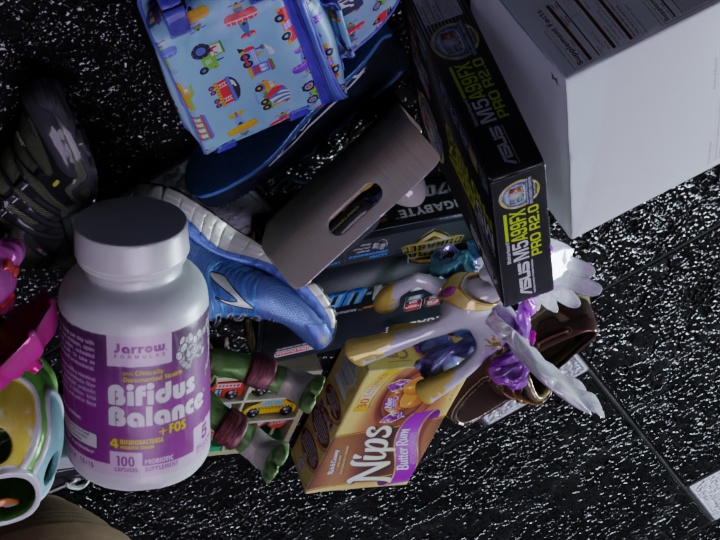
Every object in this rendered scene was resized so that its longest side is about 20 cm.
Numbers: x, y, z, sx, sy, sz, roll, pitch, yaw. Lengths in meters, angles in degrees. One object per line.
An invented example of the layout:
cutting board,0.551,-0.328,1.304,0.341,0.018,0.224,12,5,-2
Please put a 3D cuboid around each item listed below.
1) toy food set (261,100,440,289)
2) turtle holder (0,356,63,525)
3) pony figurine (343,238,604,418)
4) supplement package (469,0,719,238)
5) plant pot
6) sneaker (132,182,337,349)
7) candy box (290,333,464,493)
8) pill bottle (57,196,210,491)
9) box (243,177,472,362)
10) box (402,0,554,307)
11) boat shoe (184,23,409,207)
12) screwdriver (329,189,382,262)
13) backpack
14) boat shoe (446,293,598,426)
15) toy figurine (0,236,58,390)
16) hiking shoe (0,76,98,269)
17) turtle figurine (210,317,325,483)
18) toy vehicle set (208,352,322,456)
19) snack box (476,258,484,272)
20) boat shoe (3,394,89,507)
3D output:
toy food set,-0.002,-0.055,1.432,0.143,0.060,0.200,-43,-173,5
turtle holder,-0.303,0.125,1.550,0.140,0.132,0.186,6,137,-33
pony figurine,0.114,0.044,1.601,0.199,0.168,0.193,-27,141,30
supplement package,0.203,-0.169,1.402,0.199,0.147,0.192,-27,146,-11
plant pot,-0.312,0.276,1.781,0.199,0.093,0.202,-15,146,-11
sneaker,-0.109,0.013,1.481,0.199,0.078,0.090,31,82,-18
candy box,0.018,0.134,1.806,0.116,0.057,0.201,-2,139,-27
pill bottle,-0.167,0.053,1.391,0.111,0.112,0.202,-9,120,-18
box,0.000,0.000,1.626,0.198,0.046,0.160,-11,143,-16
box,0.088,-0.098,1.410,0.044,0.201,0.161,-18,146,-5
boat shoe,-0.043,-0.108,1.430,0.199,0.085,0.069,-33,145,18
screwdriver,0.040,-0.078,1.527,0.200,0.029,0.028,-42,102,4
backpack,-0.053,-0.194,1.265,0.199,0.135,0.183,-22,146,-6
boat shoe,0.155,0.097,1.818,0.072,0.072,0.200,19,128,-44
toy figurine,-0.313,0.016,1.374,0.182,0.150,0.202,4,113,-16
hiking shoe,-0.249,-0.059,1.384,0.100,0.076,0.201,-14,145,-17
turtle figurine,-0.131,0.083,1.540,0.193,0.144,0.200,29,139,-5
toy vehicle set,-0.146,0.127,1.731,0.198,0.027,0.125,-3,141,-25
snack box,0.133,-0.070,1.617,0.071,0.024,0.201,-23,147,-22
boat shoe,-0.263,0.163,1.660,0.198,0.074,0.068,-27,141,17
